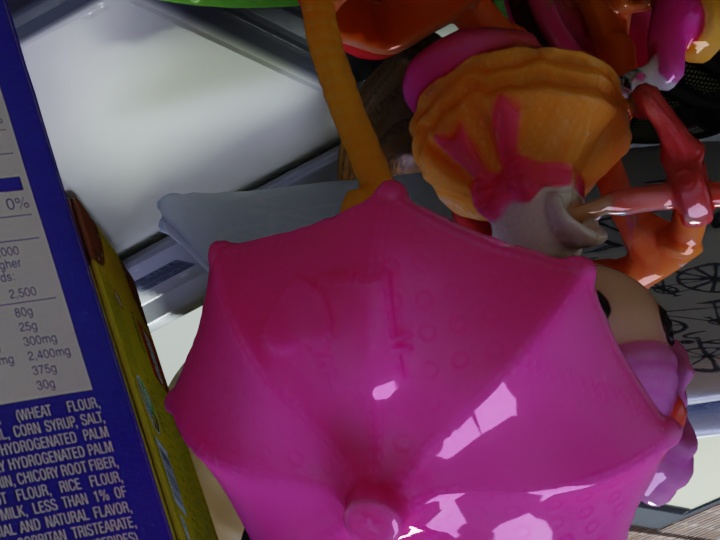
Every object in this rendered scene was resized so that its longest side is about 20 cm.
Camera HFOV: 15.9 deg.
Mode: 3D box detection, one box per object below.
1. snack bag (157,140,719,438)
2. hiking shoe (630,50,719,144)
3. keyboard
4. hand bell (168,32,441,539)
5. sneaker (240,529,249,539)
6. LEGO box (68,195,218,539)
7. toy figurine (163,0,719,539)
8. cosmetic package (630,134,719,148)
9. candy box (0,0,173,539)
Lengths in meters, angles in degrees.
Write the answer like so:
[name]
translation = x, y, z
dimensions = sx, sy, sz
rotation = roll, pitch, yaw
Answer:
[snack bag]
translation = 0.062, -0.001, 0.664
dimensions = 0.188, 0.022, 0.200
rotation = -7, -160, -18
[hiking shoe]
translation = 0.085, -0.073, 0.680
dimensions = 0.100, 0.076, 0.200
rotation = -20, 165, -13
[keyboard]
translation = -0.063, 0.001, 0.863
dimensions = 0.199, 0.011, 0.056
rotation = -28, 157, 22
[hand bell]
translation = 0.000, 0.000, 0.807
dimensions = 0.104, 0.104, 0.200
rotation = -13, 147, -22
[sneaker]
translation = 0.046, 0.059, 0.796
dimensions = 0.200, 0.081, 0.083
rotation = -46, 148, 2
[LEGO box]
translation = -0.117, 0.101, 0.767
dimensions = 0.148, 0.201, 0.077
rotation = -21, 156, 3
[toy figurine]
translation = 0.021, -0.015, 0.529
dimensions = 0.199, 0.185, 0.150
rotation = 16, 145, -43
[cosmetic package]
translation = 0.070, 0.025, 0.906
dimensions = 0.051, 0.083, 0.200
rotation = 19, 132, -41
[candy box]
translation = -0.118, 0.031, 0.555
dimensions = 0.077, 0.201, 0.169
rotation = -8, 159, -31
